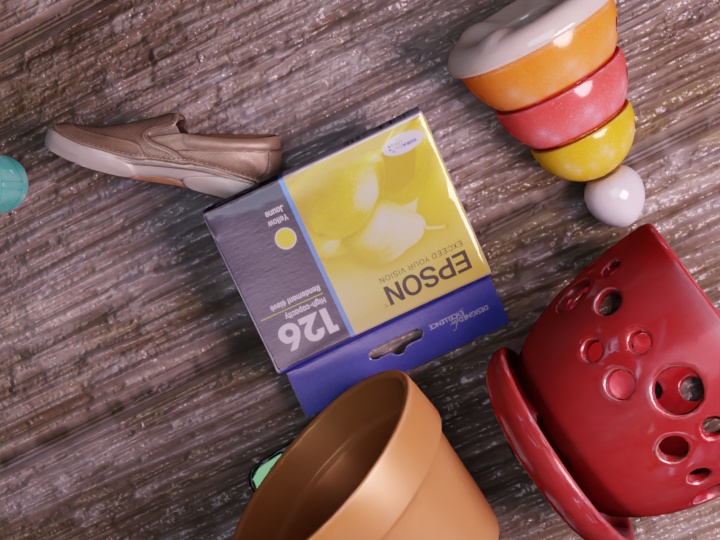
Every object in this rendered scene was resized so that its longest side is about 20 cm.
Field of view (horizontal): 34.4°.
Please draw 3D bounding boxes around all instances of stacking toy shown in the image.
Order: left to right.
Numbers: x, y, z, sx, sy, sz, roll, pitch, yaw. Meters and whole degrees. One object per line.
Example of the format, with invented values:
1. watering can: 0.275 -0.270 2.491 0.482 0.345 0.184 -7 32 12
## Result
1. stacking toy: 0.172 -0.124 0.936 0.145 0.146 0.201 -29 107 6

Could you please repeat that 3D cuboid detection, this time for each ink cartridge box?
1. ink cartridge box: 0.000 0.000 0.954 0.196 0.047 0.201 -25 100 3

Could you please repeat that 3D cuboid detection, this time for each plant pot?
1. plant pot: 0.014 0.198 0.914 0.140 0.200 0.200 43 96 -12
2. plant pot: 0.206 0.093 0.886 0.182 0.200 0.201 -35 88 13

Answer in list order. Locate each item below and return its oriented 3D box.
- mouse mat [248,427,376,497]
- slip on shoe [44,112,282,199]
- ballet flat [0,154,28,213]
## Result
1. mouse mat: 0.015 0.219 1.004 0.160 0.008 0.201 -32 87 6
2. slip on shoe: -0.163 -0.105 0.979 0.198 0.076 0.061 14 101 3
3. ballet flat: -0.392 -0.078 1.010 0.198 0.070 0.068 0 92 7
